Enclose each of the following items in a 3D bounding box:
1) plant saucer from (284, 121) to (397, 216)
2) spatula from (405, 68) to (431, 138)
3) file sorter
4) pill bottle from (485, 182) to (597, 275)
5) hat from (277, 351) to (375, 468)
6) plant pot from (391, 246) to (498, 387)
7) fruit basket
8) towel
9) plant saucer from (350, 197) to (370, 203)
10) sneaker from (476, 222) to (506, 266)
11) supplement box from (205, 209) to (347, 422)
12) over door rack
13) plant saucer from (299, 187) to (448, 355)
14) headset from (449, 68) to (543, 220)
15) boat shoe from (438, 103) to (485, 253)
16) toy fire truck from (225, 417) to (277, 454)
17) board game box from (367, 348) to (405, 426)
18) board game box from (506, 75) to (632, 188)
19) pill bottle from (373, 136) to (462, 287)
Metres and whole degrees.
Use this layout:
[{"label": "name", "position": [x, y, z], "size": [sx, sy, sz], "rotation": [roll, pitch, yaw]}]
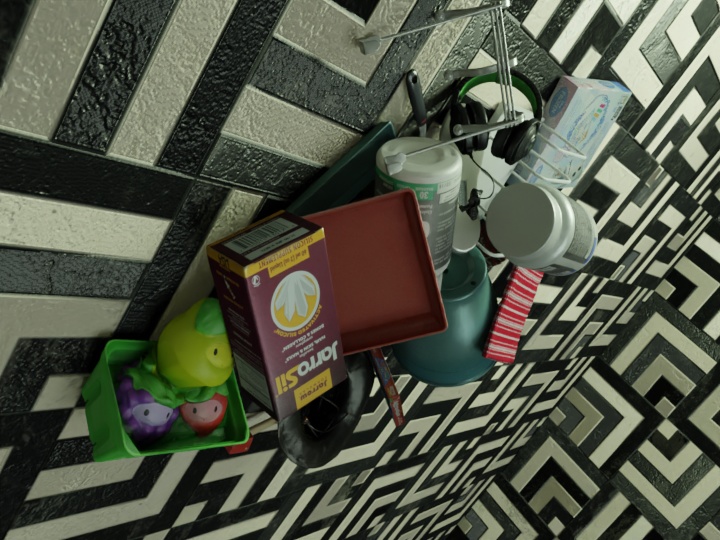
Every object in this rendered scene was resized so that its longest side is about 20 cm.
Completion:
[{"label": "plant saucer", "position": [-0.029, -0.110, 0.869], "size": [0.199, 0.019, 0.070], "rotation": [-42, 151, -5]}, {"label": "spatula", "position": [0.081, -0.189, 0.906], "size": [0.056, 0.020, 0.202], "rotation": [-43, 150, -17]}, {"label": "file sorter", "position": [0.245, -0.138, 1.075], "size": [0.137, 0.125, 0.203], "rotation": [-3, 130, -50]}, {"label": "pill bottle", "position": [0.253, -0.057, 0.938], "size": [0.115, 0.114, 0.198], "rotation": [-53, 152, 16]}, {"label": "hat", "position": [-0.070, 0.191, 1.035], "size": [0.197, 0.080, 0.207], "rotation": [-15, 112, -41]}, {"label": "plant pot", "position": [0.144, 0.056, 1.127], "size": [0.198, 0.200, 0.191], "rotation": [-32, 143, -21]}, {"label": "fruit basket", "position": [-0.210, 0.135, 0.815], "size": [0.210, 0.159, 0.217], "rotation": [-18, 160, -7]}, {"label": "towel", "position": [0.262, 0.056, 1.122], "size": [0.144, 0.022, 0.205], "rotation": [23, 87, -60]}, {"label": "plant saucer", "position": [0.000, 0.000, 0.953], "size": [0.199, 0.031, 0.205], "rotation": [-36, 134, -47]}, {"label": "sneaker", "position": [0.281, -0.075, 1.213], "size": [0.199, 0.079, 0.081], "rotation": [-40, 164, 36]}, {"label": "supplement box", "position": [-0.091, 0.052, 0.770], "size": [0.109, 0.085, 0.205], "rotation": [-28, 124, -32]}, {"label": "over door rack", "position": [0.093, -0.220, 0.789], "size": [0.196, 0.066, 0.151], "rotation": [-22, 114, -15]}, {"label": "plant saucer", "position": [-0.006, 0.006, 0.840], "size": [0.195, 0.037, 0.204], "rotation": [-14, 117, 8]}, {"label": "headset", "position": [0.171, -0.173, 0.895], "size": [0.095, 0.120, 0.205], "rotation": [83, 22, -65]}, {"label": "boat shoe", "position": [0.137, -0.128, 0.958], "size": [0.070, 0.068, 0.206], "rotation": [-7, 94, -16]}, {"label": "toy fire truck", "position": [-0.131, 0.218, 1.114], "size": [0.197, 0.049, 0.143], "rotation": [-5, 132, -50]}, {"label": "board game box", "position": [0.024, 0.133, 1.055], "size": [0.019, 0.203, 0.104], "rotation": [-20, 148, -3]}, {"label": "board game box", "position": [0.367, -0.237, 1.189], "size": [0.196, 0.043, 0.203], "rotation": [-12, 137, -44]}, {"label": "pill bottle", "position": [0.070, -0.060, 0.888], "size": [0.111, 0.112, 0.204], "rotation": [-23, 131, -32]}]
